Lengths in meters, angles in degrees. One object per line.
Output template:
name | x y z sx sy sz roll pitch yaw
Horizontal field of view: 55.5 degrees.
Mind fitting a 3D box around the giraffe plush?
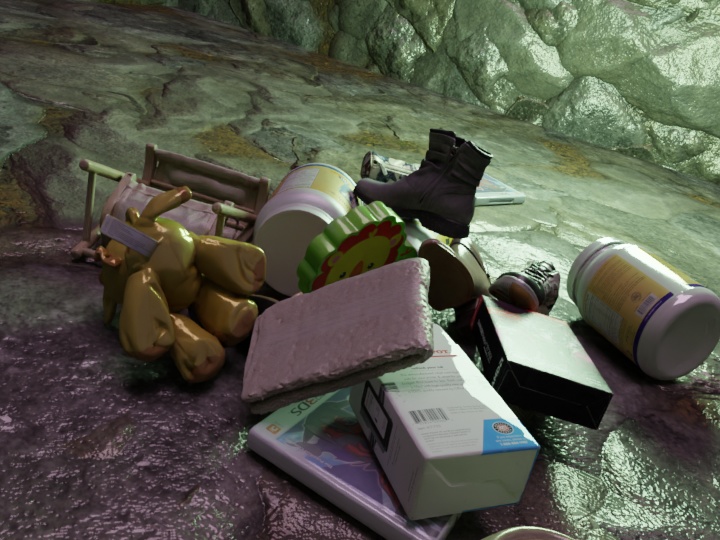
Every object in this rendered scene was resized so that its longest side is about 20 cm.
giraffe plush | -0.222 0.010 0.743 0.161 0.201 0.174 3 50 52

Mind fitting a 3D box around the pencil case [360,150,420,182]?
pencil case | 0.099 -0.195 1.437 0.196 0.080 0.089 10 -1 -10

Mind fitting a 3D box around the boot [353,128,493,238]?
boot | 0.087 -0.135 0.952 0.197 0.134 0.069 22 17 29

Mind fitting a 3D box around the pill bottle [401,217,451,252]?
pill bottle | 0.075 -0.030 1.034 0.112 0.116 0.200 18 25 8

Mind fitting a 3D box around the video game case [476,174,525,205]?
video game case | 0.266 -0.206 1.627 0.180 0.023 0.199 -6 32 -39

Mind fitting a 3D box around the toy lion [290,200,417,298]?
toy lion | 0.000 0.000 0.823 0.198 0.194 0.069 -13 50 -46

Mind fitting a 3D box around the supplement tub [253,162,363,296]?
supplement tub | -0.072 -0.060 0.979 0.142 0.147 0.201 14 24 -1

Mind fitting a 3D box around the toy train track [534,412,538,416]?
toy train track | 0.244 0.126 0.897 0.113 0.033 0.200 23 25 17

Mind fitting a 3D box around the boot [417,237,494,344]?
boot | 0.135 -0.001 0.956 0.069 0.202 0.148 -14 35 22

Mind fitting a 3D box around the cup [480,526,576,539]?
cup | 0.101 0.249 0.422 0.196 0.146 0.201 12 24 -5

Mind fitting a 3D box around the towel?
towel | -0.022 0.063 0.665 0.196 0.035 0.134 -18 36 16

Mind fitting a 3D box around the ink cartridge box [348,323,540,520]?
ink cartridge box | 0.063 0.131 0.650 0.114 0.069 0.201 2 27 -23

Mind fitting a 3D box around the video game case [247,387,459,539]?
video game case | 0.020 0.171 0.671 0.197 0.023 0.181 26 27 23

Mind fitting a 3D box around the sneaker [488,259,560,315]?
sneaker | 0.238 0.018 0.963 0.075 0.089 0.200 31 0 23

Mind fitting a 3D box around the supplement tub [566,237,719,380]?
supplement tub | 0.415 0.050 1.019 0.143 0.148 0.200 2 27 -25

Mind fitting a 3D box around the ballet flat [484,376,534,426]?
ballet flat | 0.109 0.129 0.797 0.196 0.047 0.068 18 26 6

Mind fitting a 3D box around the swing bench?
swing bench | -0.253 -0.078 0.944 0.195 0.132 0.200 16 19 6

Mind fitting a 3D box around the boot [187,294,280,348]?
boot | -0.107 0.059 0.799 0.197 0.075 0.075 22 14 29

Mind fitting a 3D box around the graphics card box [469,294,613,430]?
graphics card box | 0.203 0.100 0.805 0.123 0.052 0.201 18 19 -3
